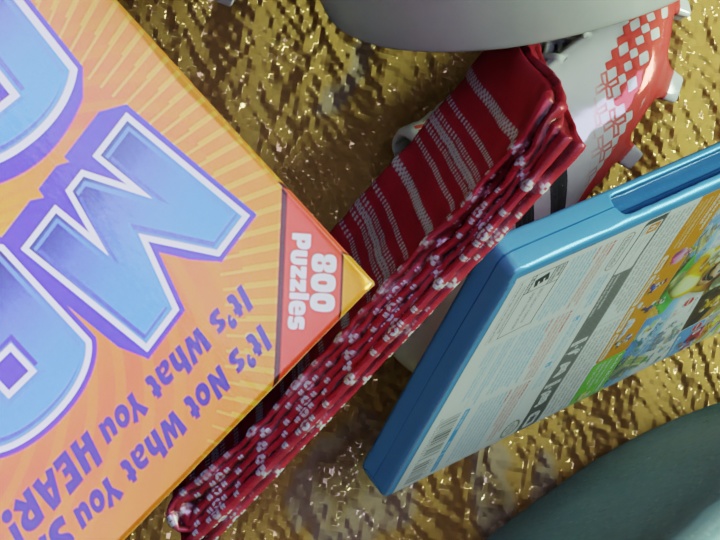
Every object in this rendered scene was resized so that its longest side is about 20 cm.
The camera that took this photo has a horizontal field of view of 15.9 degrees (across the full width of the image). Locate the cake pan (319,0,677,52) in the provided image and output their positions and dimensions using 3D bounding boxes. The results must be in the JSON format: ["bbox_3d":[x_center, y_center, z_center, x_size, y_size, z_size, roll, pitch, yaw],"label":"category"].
[{"bbox_3d":[0.066,-0.134,0.955,0.199,0.200,0.037,-24,117,-17],"label":"cake pan"}]

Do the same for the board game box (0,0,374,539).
[{"bbox_3d":[-0.155,0.006,0.864,0.200,0.200,0.200,-45,99,-15],"label":"board game box"}]

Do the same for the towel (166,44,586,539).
[{"bbox_3d":[0.000,0.000,0.907,0.022,0.145,0.200,40,101,-13],"label":"towel"}]

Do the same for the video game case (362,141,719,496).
[{"bbox_3d":[0.101,0.004,0.952,0.199,0.143,0.018,-23,64,-34],"label":"video game case"}]

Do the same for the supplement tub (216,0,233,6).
[{"bbox_3d":[-0.106,-0.190,0.888,0.199,0.144,0.145,26,79,-4],"label":"supplement tub"}]

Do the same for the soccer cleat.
[{"bbox_3d":[0.060,-0.053,1.003,0.085,0.069,0.201,30,83,-22],"label":"soccer cleat"}]

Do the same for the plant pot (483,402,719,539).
[{"bbox_3d":[0.172,0.135,0.969,0.200,0.196,0.196,-41,98,-25],"label":"plant pot"}]
